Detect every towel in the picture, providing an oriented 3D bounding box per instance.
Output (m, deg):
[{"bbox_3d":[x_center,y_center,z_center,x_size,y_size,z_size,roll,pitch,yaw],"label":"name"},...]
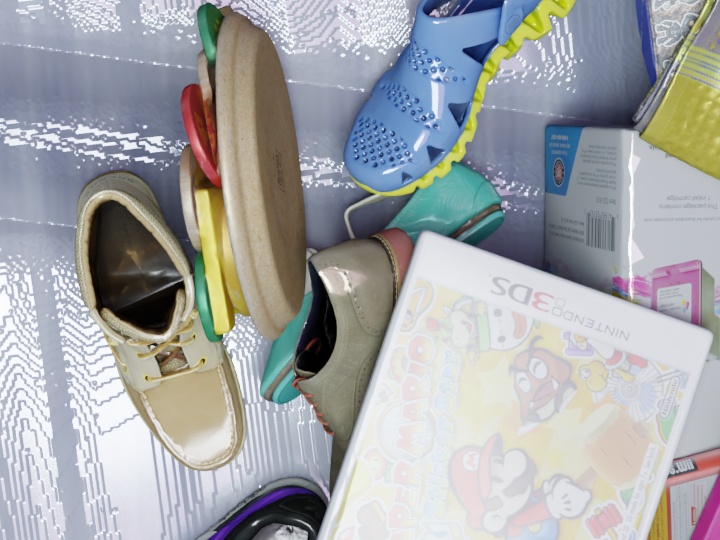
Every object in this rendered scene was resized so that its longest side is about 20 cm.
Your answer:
[{"bbox_3d":[0.267,-0.095,0.999,0.199,0.023,0.144,27,111,-7],"label":"towel"}]

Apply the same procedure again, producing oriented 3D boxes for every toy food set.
[{"bbox_3d":[-0.070,-0.058,1.043,0.048,0.198,0.202,-6,100,6],"label":"toy food set"}]

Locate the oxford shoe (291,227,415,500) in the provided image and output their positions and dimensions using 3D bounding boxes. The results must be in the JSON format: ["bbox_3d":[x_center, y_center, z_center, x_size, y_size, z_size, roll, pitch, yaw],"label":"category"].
[{"bbox_3d":[-0.012,0.071,1.074,0.074,0.070,0.202,-8,114,-26],"label":"oxford shoe"}]

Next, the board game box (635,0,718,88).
[{"bbox_3d":[0.268,-0.170,1.066,0.198,0.160,0.098,-8,113,7],"label":"board game box"}]

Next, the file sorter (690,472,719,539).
[{"bbox_3d":[0.315,0.165,1.020,0.198,0.126,0.140,-1,132,-15],"label":"file sorter"}]

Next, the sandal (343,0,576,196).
[{"bbox_3d":[0.052,-0.139,1.098,0.079,0.087,0.201,31,83,32],"label":"sandal"}]

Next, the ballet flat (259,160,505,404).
[{"bbox_3d":[0.000,0.000,1.131,0.200,0.067,0.071,-40,75,-3],"label":"ballet flat"}]

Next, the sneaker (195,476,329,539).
[{"bbox_3d":[-0.097,0.211,1.111,0.200,0.100,0.070,-45,98,-2],"label":"sneaker"}]

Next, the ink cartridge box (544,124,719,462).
[{"bbox_3d":[0.174,0.011,1.108,0.084,0.144,0.203,0,96,-14],"label":"ink cartridge box"}]

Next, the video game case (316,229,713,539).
[{"bbox_3d":[0.088,0.101,1.018,0.180,0.023,0.202,19,90,-2],"label":"video game case"}]

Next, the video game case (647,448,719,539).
[{"bbox_3d":[0.171,0.173,1.087,0.198,0.018,0.144,-14,135,-2],"label":"video game case"}]

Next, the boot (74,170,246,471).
[{"bbox_3d":[-0.119,0.040,1.063,0.072,0.155,0.202,-19,98,-6],"label":"boot"}]
